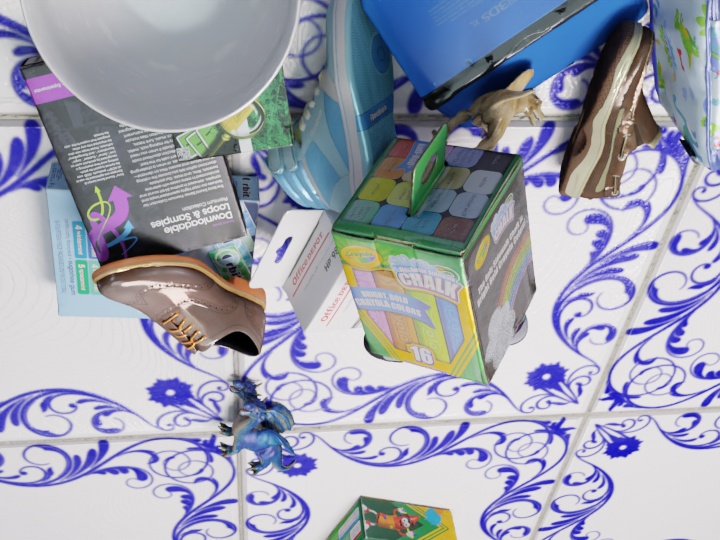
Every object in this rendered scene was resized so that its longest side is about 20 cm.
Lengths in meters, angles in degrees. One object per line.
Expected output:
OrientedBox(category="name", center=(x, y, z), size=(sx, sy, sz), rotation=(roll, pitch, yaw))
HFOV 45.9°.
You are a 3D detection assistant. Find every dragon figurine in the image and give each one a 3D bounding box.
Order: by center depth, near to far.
OrientedBox(category="dragon figurine", center=(-0.117, 0.215, 1.108), size=(0.099, 0.059, 0.200), rotation=(-29, 130, 19))

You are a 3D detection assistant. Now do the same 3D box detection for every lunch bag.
OrientedBox(category="lunch bag", center=(0.291, -0.197, 0.700), size=(0.081, 0.162, 0.201), rotation=(-14, 133, 9))

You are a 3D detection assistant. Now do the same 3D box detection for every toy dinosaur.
OrientedBox(category="toy dinosaur", center=(0.113, -0.136, 0.737), size=(0.058, 0.200, 0.101), rotation=(46, 107, 7))

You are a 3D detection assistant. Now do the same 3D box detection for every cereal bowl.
OrientedBox(category="cereal bowl", center=(-0.140, -0.209, 0.620), size=(0.197, 0.084, 0.202), rotation=(-2, 115, -4))

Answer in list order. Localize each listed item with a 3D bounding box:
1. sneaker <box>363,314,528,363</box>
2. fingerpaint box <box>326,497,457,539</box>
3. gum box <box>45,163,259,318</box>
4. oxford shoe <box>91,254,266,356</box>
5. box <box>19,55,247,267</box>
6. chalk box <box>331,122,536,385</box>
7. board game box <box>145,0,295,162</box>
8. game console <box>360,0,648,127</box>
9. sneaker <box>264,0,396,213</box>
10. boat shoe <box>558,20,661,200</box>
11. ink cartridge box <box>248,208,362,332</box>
OrientedBox(category="sneaker", center=(0.098, 0.046, 0.983), size=(0.197, 0.075, 0.088), rotation=(-9, 119, -11))
OrientedBox(category="fingerpaint box", center=(0.036, 0.455, 1.359), size=(0.165, 0.074, 0.201), rotation=(15, 130, -22))
OrientedBox(category="gum box", center=(-0.208, -0.023, 0.868), size=(0.197, 0.045, 0.171), rotation=(2, 133, -11))
OrientedBox(category="oxford shoe", center=(-0.164, 0.037, 0.816), size=(0.071, 0.074, 0.199), rotation=(-27, 150, 36))
OrientedBox(category="box", center=(-0.194, -0.105, 0.757), size=(0.141, 0.036, 0.202), rotation=(-14, 118, -2))
OrientedBox(category="chalk box", center=(0.063, -0.025, 0.711), size=(0.123, 0.125, 0.201), rotation=(13, 139, 30))
OrientedBox(category="board game box", center=(-0.118, -0.192, 0.688), size=(0.103, 0.024, 0.202), rotation=(-10, 116, -2))
OrientedBox(category="game console", center=(0.127, -0.228, 0.727), size=(0.199, 0.119, 0.171), rotation=(-31, 106, 19))
OrientedBox(category="sneaker", center=(-0.037, -0.142, 0.760), size=(0.129, 0.079, 0.202), rotation=(6, 112, 31))
OrientedBox(category="boat shoe", center=(0.246, -0.143, 0.795), size=(0.074, 0.075, 0.203), rotation=(13, 148, 5))
OrientedBox(category="ink cartridge box", center=(0.000, 0.000, 0.865), size=(0.198, 0.067, 0.116), rotation=(-3, 139, -36))
